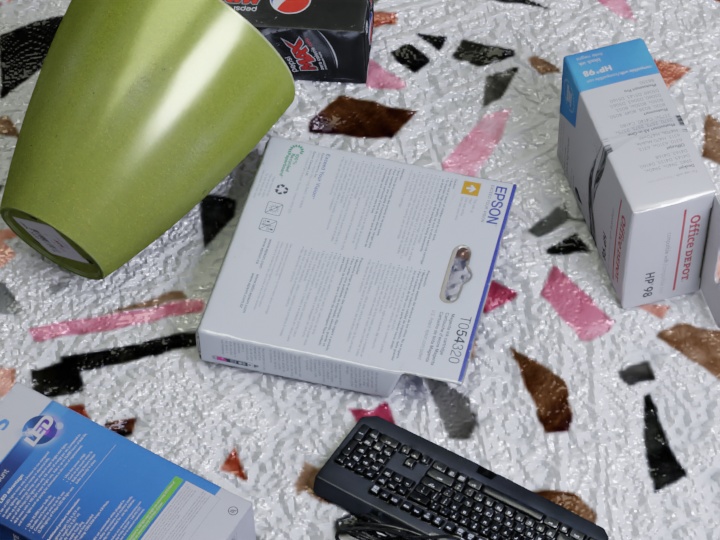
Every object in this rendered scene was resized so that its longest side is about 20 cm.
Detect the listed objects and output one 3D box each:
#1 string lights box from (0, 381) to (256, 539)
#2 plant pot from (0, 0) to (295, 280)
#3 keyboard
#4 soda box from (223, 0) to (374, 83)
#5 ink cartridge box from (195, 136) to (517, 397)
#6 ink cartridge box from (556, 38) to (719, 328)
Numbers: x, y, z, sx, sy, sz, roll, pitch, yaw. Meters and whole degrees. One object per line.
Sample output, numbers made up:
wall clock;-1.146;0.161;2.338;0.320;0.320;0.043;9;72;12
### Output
string lights box;-0.181;0.167;1.504;0.199;0.059;0.103;25;57;20
plant pot;-0.178;-0.100;1.654;0.186;0.187;0.201;25;72;20
keyboard;0.063;0.166;1.509;0.199;0.040;0.104;24;56;20
soda box;-0.090;-0.200;1.782;0.199;0.063;0.071;4;53;6
ink cartridge box;0.000;0.000;1.639;0.199;0.043;0.197;12;52;9
ink cartridge box;0.208;-0.058;1.628;0.066;0.116;0.201;-13;52;-8
